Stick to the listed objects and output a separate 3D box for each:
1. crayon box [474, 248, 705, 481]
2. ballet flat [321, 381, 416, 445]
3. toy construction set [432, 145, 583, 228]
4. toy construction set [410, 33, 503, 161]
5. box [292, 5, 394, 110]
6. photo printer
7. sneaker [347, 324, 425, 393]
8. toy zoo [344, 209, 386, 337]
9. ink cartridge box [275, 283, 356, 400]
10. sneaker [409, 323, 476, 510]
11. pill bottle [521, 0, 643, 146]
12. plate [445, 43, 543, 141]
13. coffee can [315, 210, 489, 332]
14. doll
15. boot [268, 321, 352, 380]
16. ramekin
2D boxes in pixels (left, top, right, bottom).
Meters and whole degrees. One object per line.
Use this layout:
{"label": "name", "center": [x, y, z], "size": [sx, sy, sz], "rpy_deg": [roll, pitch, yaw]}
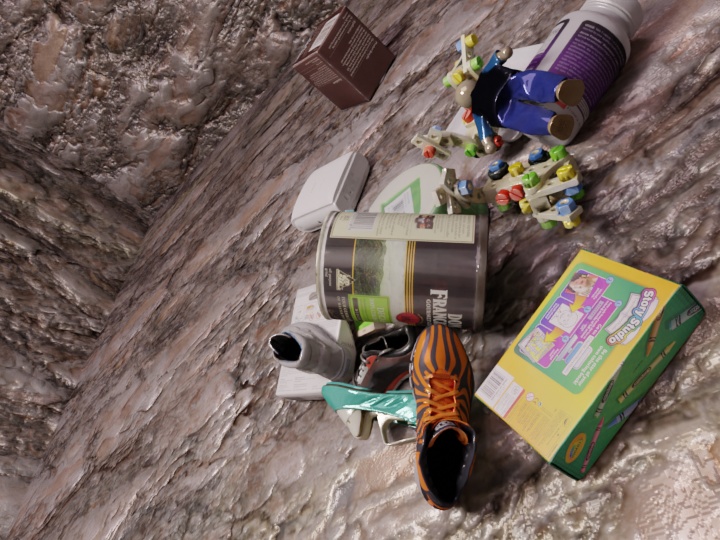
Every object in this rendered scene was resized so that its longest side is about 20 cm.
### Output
{"label": "crayon box", "center": [0.221, 0.086, 0.519], "size": [0.200, 0.058, 0.119], "rpy_deg": [-54, 29, 2]}
{"label": "ballet flat", "center": [0.024, 0.184, 0.663], "size": [0.200, 0.067, 0.070], "rpy_deg": [-4, 58, 33]}
{"label": "toy construction set", "center": [0.201, -0.106, 0.686], "size": [0.200, 0.092, 0.131], "rpy_deg": [6, 44, 37]}
{"label": "toy construction set", "center": [0.166, -0.251, 0.810], "size": [0.092, 0.131, 0.200], "rpy_deg": [9, 69, 58]}
{"label": "box", "center": [-0.048, -0.593, 1.473], "size": [0.164, 0.200, 0.166], "rpy_deg": [9, 67, 58]}
{"label": "photo printer", "center": [-0.080, -0.179, 1.224], "size": [0.200, 0.069, 0.167], "rpy_deg": [-13, 49, 50]}
{"label": "sneaker", "center": [0.021, 0.132, 0.739], "size": [0.200, 0.082, 0.077], "rpy_deg": [-44, 31, 20]}
{"label": "toy zoo", "center": [0.000, 0.000, 0.818], "size": [0.131, 0.020, 0.200], "rpy_deg": [133, 129, -72]}
{"label": "ink cartridge box", "center": [-0.069, 0.119, 0.893], "size": [0.161, 0.050, 0.200], "rpy_deg": [-18, 54, 48]}
{"label": "sneaker", "center": [0.093, 0.148, 0.553], "size": [0.112, 0.077, 0.200], "rpy_deg": [81, -173, -71]}
{"label": "pill bottle", "center": [0.302, -0.287, 0.730], "size": [0.200, 0.111, 0.111], "rpy_deg": [-55, 29, 0]}
{"label": "plate", "center": [0.256, -0.299, 0.893], "size": [0.200, 0.032, 0.200], "rpy_deg": [-57, 28, -3]}
{"label": "coffee can", "center": [0.059, -0.002, 0.666], "size": [0.200, 0.146, 0.147], "rpy_deg": [3, 54, 13]}
{"label": "doll", "center": [0.191, -0.221, 0.686], "size": [0.200, 0.048, 0.137], "rpy_deg": [40, 128, 51]}
{"label": "boot", "center": [-0.102, 0.113, 0.813], "size": [0.200, 0.095, 0.074], "rpy_deg": [10, 78, 55]}
{"label": "ramekin", "center": [0.094, -0.074, 0.829], "size": [0.200, 0.098, 0.200], "rpy_deg": [-36, 35, 30]}
